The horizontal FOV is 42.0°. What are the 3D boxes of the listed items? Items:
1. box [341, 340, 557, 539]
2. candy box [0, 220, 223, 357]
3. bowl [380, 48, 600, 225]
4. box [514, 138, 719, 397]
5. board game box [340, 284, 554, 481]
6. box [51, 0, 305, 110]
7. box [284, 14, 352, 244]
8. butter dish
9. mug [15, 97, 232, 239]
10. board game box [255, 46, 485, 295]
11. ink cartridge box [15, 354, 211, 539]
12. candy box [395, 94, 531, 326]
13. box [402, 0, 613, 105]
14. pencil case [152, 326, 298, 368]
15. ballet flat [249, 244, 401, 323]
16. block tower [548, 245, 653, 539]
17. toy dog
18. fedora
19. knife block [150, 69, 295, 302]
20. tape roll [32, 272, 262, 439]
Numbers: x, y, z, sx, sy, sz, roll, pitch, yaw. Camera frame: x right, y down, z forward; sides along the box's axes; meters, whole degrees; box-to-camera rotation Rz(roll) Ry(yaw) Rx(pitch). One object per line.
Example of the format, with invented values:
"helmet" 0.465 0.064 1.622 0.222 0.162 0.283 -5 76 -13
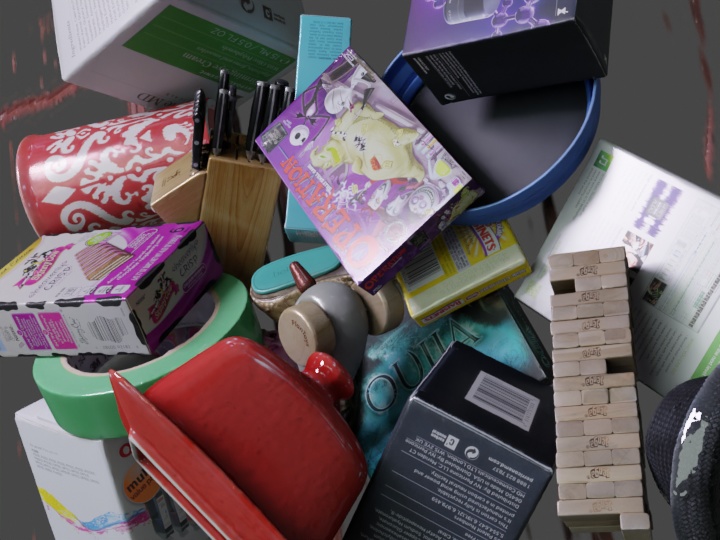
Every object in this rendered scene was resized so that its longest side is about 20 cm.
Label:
"box" 0.061 0.176 0.695 0.107 0.148 0.200 26 107 11
"candy box" -0.246 0.017 0.859 0.200 0.136 0.061 -4 119 26
"bowl" 0.099 -0.127 0.767 0.200 0.039 0.201 -14 59 24
"box" 0.225 0.009 0.685 0.200 0.036 0.144 38 108 38
"board game box" 0.061 0.088 0.813 0.200 0.028 0.135 -41 61 28
"box" -0.189 -0.289 0.960 0.171 0.199 0.200 -26 68 34
"box" -0.038 -0.129 0.881 0.049 0.082 0.200 4 83 -1
"butter dish" -0.065 0.118 0.665 0.200 0.199 0.148 45 70 4
"mug" -0.235 -0.115 0.997 0.200 0.133 0.178 -15 32 8
"board game box" 0.000 -0.087 0.764 0.120 0.032 0.200 -46 51 12
"ink cartridge box" -0.207 0.200 0.896 0.145 0.145 0.200 4 114 41
"candy box" 0.061 -0.058 0.795 0.102 0.026 0.200 -26 55 10
"box" 0.123 -0.243 0.736 0.141 0.079 0.200 -3 65 30
"pencil case" -0.133 0.084 0.934 0.200 0.087 0.088 9 89 42
"ballet flat" 0.000 0.000 0.846 0.200 0.065 0.071 -17 42 12
"block tower" 0.159 0.079 0.630 0.058 0.054 0.200 -8 62 18
"toy dog" -0.045 0.071 0.798 0.096 0.132 0.200 47 118 32
"fedora" 0.248 0.120 0.575 0.092 0.200 0.201 15 94 66
"knife block" -0.101 -0.086 0.893 0.175 0.200 0.064 -29 32 14
"tape roll" -0.190 0.070 0.845 0.200 0.200 0.048 6 124 40
